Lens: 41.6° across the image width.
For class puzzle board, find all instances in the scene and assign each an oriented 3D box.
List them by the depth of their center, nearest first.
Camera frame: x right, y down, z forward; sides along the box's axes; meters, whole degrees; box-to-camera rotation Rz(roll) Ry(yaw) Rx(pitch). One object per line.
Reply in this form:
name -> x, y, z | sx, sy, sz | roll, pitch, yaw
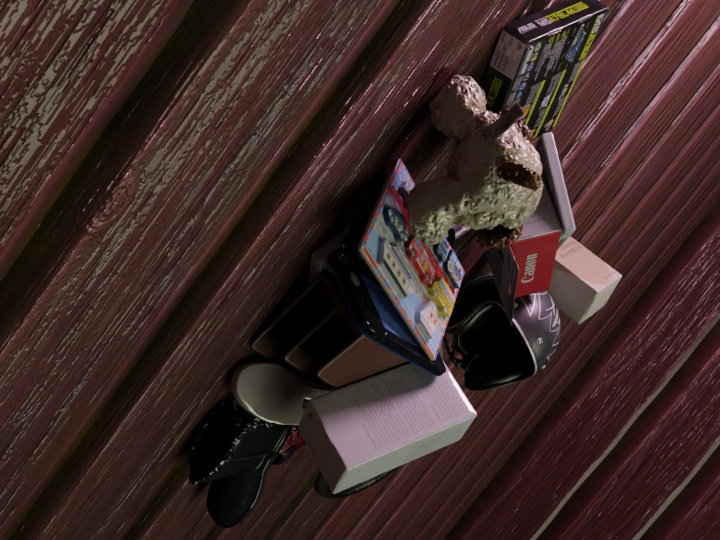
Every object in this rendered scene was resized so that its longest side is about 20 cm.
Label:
puzzle board -> 0.069, -0.012, 1.143 | 0.201, 0.017, 0.151 | 56, 41, -35

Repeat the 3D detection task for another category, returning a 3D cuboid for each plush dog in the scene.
plush dog -> 0.164, -0.113, 1.118 | 0.171, 0.159, 0.202 | 8, 95, -60

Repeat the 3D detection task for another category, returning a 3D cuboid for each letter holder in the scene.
letter holder -> -0.027, 0.106, 1.205 | 0.142, 0.101, 0.200 | -41, 152, 11

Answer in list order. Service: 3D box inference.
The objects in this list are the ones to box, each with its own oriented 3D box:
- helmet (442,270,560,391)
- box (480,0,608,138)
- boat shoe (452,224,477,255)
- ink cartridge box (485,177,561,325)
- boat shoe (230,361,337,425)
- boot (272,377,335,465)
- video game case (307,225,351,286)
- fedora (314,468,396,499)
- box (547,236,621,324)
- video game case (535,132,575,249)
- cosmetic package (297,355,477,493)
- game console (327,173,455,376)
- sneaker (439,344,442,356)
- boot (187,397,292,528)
helmet -> 0.235, 0.091, 1.571 | 0.189, 0.202, 0.200 | -22, 163, 16
box -> 0.225, -0.248, 1.243 | 0.193, 0.047, 0.201 | -33, 152, -40
boat shoe -> 0.102, -0.018, 1.310 | 0.200, 0.060, 0.074 | -47, 161, -38
ink cartridge box -> 0.240, -0.040, 1.412 | 0.083, 0.177, 0.200 | -14, 154, -1
boat shoe -> -0.104, 0.164, 1.247 | 0.199, 0.092, 0.075 | 27, 78, -37
boot -> -0.073, 0.202, 1.371 | 0.144, 0.072, 0.201 | -24, 150, -44
video game case -> 0.000, 0.000, 1.242 | 0.182, 0.023, 0.201 | -36, 155, -29
fedora -> 0.004, 0.232, 1.348 | 0.199, 0.092, 0.201 | -26, 148, -17
box -> 0.334, -0.009, 1.622 | 0.095, 0.200, 0.078 | -27, 148, -44
video game case -> 0.278, -0.106, 1.409 | 0.018, 0.145, 0.200 | -11, 170, 0
cosmetic package -> 0.034, 0.189, 1.188 | 0.199, 0.102, 0.071 | -16, 149, -29
game console -> 0.063, 0.010, 1.160 | 0.118, 0.171, 0.200 | -37, 143, 16
sneaker -> 0.091, 0.129, 1.544 | 0.073, 0.070, 0.201 | -41, 148, -40
boot -> -0.176, 0.261, 1.261 | 0.199, 0.073, 0.162 | -60, 159, 5
